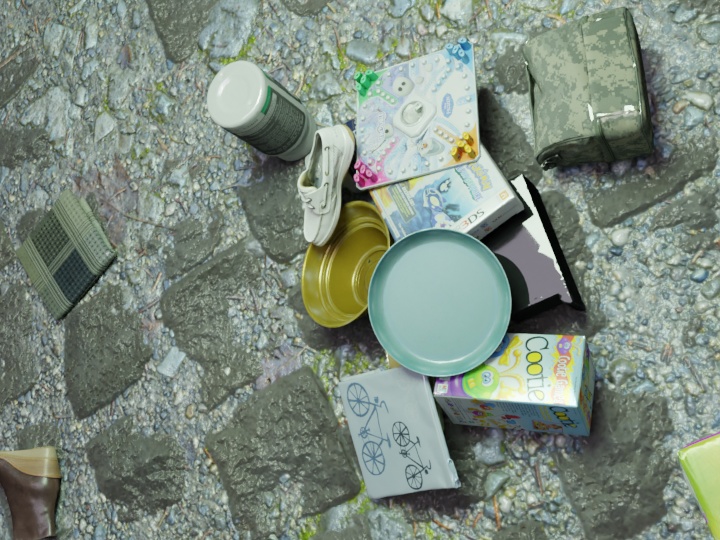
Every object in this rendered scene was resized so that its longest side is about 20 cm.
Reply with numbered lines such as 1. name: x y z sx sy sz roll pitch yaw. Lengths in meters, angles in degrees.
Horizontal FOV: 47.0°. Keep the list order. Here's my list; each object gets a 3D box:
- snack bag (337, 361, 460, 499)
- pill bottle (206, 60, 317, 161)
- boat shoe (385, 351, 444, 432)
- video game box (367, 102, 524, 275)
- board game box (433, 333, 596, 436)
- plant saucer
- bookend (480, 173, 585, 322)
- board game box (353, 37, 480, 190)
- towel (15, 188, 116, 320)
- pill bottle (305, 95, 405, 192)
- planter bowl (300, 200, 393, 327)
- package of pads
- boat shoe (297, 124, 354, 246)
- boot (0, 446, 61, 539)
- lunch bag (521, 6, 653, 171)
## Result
1. snack bag: 0.053 0.233 1.218 0.199 0.021 0.192 -23 80 46
2. pill bottle: -0.158 -0.259 1.388 0.111 0.199 0.115 -6 76 25
3. boat shoe: 0.075 0.160 1.252 0.071 0.076 0.203 -26 69 19
4. video game box: 0.114 -0.115 1.209 0.181 0.047 0.202 -36 56 13
5. board game box: 0.217 0.155 1.155 0.197 0.105 0.104 1 59 26
6. plant saucer: 0.109 0.043 1.140 0.197 0.027 0.204 1 93 14
7. bookend: 0.197 -0.002 1.219 0.197 0.092 0.203 -26 70 21
8. board game box: 0.077 -0.234 1.234 0.197 0.026 0.203 -11 66 26
9. towel: -0.587 -0.034 1.653 0.193 0.034 0.201 -46 66 14
10. pill bottle: 0.013 -0.196 1.340 0.198 0.111 0.112 -27 69 19
11. planter bowl: 0.000 0.000 1.306 0.199 0.083 0.204 -21 60 40
12. package of pads: 0.499 0.289 1.020 0.153 0.068 0.202 -29 67 18
13. boat shoe: -0.068 -0.130 1.279 0.071 0.069 0.203 42 128 43
14. boot: -0.651 0.425 1.556 0.197 0.072 0.169 -11 72 20
15. lunch bag: 0.320 -0.255 1.185 0.165 0.139 0.203 -9 74 23
